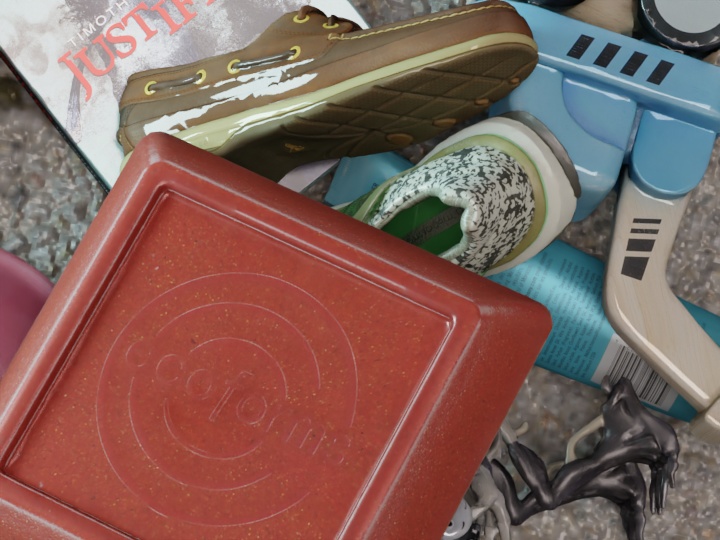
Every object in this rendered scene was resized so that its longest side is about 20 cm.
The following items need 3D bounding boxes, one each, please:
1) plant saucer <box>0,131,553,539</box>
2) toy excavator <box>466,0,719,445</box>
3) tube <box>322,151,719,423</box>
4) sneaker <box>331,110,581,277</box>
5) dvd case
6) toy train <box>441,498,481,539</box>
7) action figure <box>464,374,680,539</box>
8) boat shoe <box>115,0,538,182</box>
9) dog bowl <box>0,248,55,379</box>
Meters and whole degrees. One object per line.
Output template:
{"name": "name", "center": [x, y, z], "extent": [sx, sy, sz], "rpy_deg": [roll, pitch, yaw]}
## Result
{"name": "plant saucer", "center": [-0.052, 0.055, 1.221], "extent": [0.199, 0.037, 0.200], "rpy_deg": [25, 73, 15]}
{"name": "toy excavator", "center": [0.121, -0.040, 1.344], "extent": [0.194, 0.100, 0.201], "rpy_deg": [19, 78, -4]}
{"name": "tube", "center": [0.072, 0.010, 1.379], "extent": [0.200, 0.050, 0.078], "rpy_deg": [23, 96, -3]}
{"name": "sneaker", "center": [0.000, 0.000, 1.316], "extent": [0.200, 0.089, 0.077], "rpy_deg": [-38, 82, 32]}
{"name": "dvd case", "center": [-0.087, -0.114, 1.377], "extent": [0.146, 0.022, 0.200], "rpy_deg": [-38, 92, -6]}
{"name": "toy train", "center": [0.019, 0.149, 1.302], "extent": [0.056, 0.200, 0.042], "rpy_deg": [8, 56, 3]}
{"name": "action figure", "center": [0.039, 0.099, 1.337], "extent": [0.199, 0.119, 0.102], "rpy_deg": [-1, 69, -13]}
{"name": "boat shoe", "center": [-0.020, -0.085, 1.313], "extent": [0.200, 0.072, 0.068], "rpy_deg": [-18, 69, 19]}
{"name": "dog bowl", "center": [-0.188, 0.073, 1.285], "extent": [0.200, 0.074, 0.201], "rpy_deg": [11, 71, -37]}
